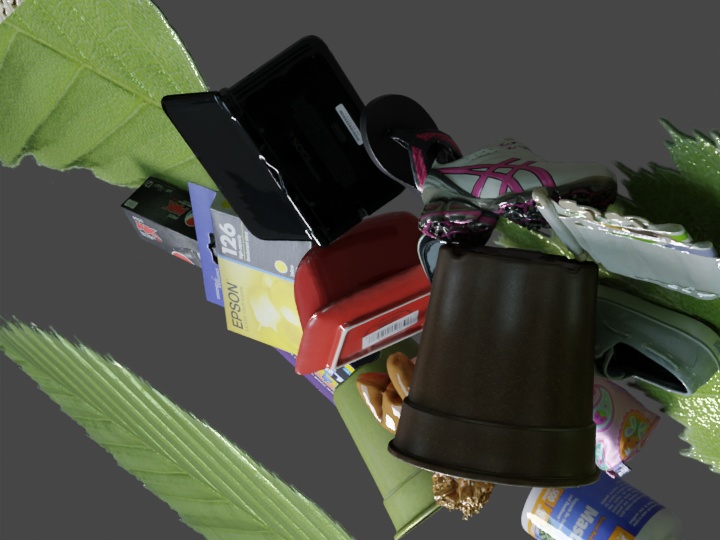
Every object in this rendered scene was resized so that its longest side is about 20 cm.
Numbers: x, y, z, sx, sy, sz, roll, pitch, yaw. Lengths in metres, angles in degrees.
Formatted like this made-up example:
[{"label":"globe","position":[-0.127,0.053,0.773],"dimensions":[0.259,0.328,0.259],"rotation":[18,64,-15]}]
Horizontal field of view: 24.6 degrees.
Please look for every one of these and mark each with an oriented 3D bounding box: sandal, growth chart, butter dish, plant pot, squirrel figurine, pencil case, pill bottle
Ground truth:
[{"label":"sandal","position":[0.075,-0.095,1.582],"dimensions":[0.200,0.075,0.045],"rotation":[47,158,-29]},{"label":"growth chart","position":[0.246,-0.016,1.396],"dimensions":[0.199,0.018,0.145],"rotation":[18,163,24]},{"label":"butter dish","position":[0.000,0.000,1.780],"dimensions":[0.148,0.199,0.200],"rotation":[61,163,18]},{"label":"plant pot","position":[0.133,0.081,1.531],"dimensions":[0.199,0.200,0.200],"rotation":[6,-176,0]},{"label":"squirrel figurine","position":[0.110,0.161,1.798],"dimensions":[0.201,0.141,0.187],"rotation":[67,162,-8]},{"label":"plant pot","position":[0.065,0.190,1.995],"dimensions":[0.190,0.200,0.200],"rotation":[52,160,9]},{"label":"pencil case","position":[0.214,0.123,1.712],"dimensions":[0.200,0.087,0.087],"rotation":[43,159,4]},{"label":"pill bottle","position":[0.291,0.299,1.865],"dimensions":[0.199,0.112,0.112],"rotation":[32,156,28]}]

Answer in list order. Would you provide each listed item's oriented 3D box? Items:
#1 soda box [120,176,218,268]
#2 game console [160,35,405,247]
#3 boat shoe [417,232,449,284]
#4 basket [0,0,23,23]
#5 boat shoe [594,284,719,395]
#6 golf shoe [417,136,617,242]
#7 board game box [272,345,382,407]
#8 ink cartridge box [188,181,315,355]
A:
[{"label":"soda box","position":[-0.225,-0.056,2.186],"dimensions":[0.199,0.063,0.071],"rotation":[24,151,42]},{"label":"game console","position":[-0.077,-0.133,1.704],"dimensions":[0.200,0.175,0.116],"rotation":[55,-179,-29]},{"label":"boat shoe","position":[0.117,0.046,1.650],"dimensions":[0.074,0.062,0.201],"rotation":[-28,91,29]},{"label":"basket","position":[-0.477,-0.394,1.874],"dimensions":[0.200,0.161,0.199],"rotation":[35,157,19]},{"label":"boat shoe","position":[0.250,0.069,1.567],"dimensions":[0.200,0.072,0.070],"rotation":[18,147,48]},{"label":"golf shoe","position":[0.138,-0.083,1.479],"dimensions":[0.199,0.093,0.072],"rotation":[-5,159,35]},{"label":"board game box","position":[-0.039,0.104,2.163],"dimensions":[0.200,0.057,0.165],"rotation":[43,157,2]},{"label":"ink cartridge box","position":[-0.129,0.003,2.040],"dimensions":[0.199,0.047,0.199],"rotation":[16,134,24]}]
